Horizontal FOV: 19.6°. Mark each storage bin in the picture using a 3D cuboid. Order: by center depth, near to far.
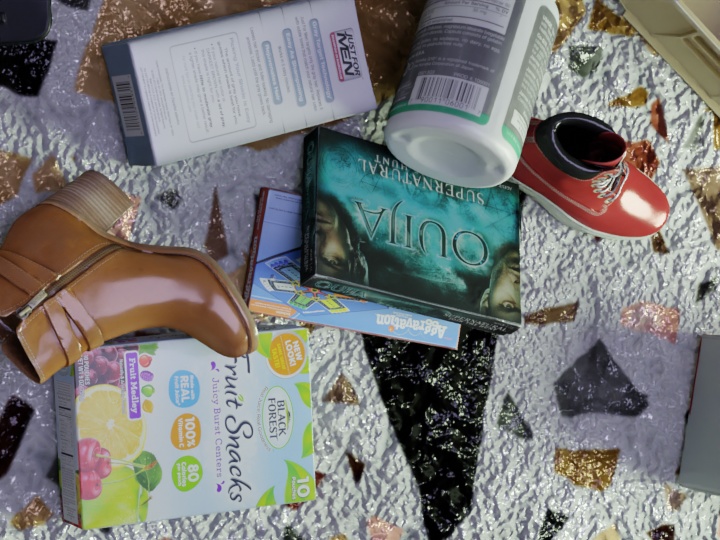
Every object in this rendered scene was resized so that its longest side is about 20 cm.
[{"bbox_3d":[0.358,-0.258,1.867,0.199,0.094,0.200,42,74,-23],"label":"storage bin"}]

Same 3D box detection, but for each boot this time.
[{"bbox_3d":[-0.189,0.034,1.568,0.200,0.074,0.155,39,56,4],"label":"boot"},{"bbox_3d":[0.211,-0.078,1.768,0.200,0.144,0.073,24,79,-28],"label":"boot"}]

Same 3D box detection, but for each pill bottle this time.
[{"bbox_3d":[0.099,-0.179,1.710,0.113,0.113,0.200,29,67,-26],"label":"pill bottle"}]

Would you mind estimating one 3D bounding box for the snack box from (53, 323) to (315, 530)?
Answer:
[{"bbox_3d":[-0.137,0.120,1.642,0.200,0.053,0.142,-4,95,-27],"label":"snack box"}]

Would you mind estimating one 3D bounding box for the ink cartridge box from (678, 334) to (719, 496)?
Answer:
[{"bbox_3d":[0.418,0.145,1.887,0.200,0.145,0.146,9,88,-29],"label":"ink cartridge box"}]

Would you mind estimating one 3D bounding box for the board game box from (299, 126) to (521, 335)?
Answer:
[{"bbox_3d":[0.044,-0.031,1.718,0.200,0.028,0.135,14,63,-27],"label":"board game box"}]

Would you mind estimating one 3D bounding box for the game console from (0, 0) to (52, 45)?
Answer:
[{"bbox_3d":[-0.315,-0.259,1.487,0.172,0.119,0.200,-3,95,-3],"label":"game console"}]

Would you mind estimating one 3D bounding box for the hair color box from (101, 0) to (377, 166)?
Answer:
[{"bbox_3d":[-0.094,-0.153,1.650,0.200,0.061,0.099,-17,100,-26],"label":"hair color box"}]

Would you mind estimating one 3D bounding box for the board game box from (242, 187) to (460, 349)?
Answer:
[{"bbox_3d":[0.000,0.000,1.729,0.200,0.019,0.103,12,85,-28],"label":"board game box"}]
